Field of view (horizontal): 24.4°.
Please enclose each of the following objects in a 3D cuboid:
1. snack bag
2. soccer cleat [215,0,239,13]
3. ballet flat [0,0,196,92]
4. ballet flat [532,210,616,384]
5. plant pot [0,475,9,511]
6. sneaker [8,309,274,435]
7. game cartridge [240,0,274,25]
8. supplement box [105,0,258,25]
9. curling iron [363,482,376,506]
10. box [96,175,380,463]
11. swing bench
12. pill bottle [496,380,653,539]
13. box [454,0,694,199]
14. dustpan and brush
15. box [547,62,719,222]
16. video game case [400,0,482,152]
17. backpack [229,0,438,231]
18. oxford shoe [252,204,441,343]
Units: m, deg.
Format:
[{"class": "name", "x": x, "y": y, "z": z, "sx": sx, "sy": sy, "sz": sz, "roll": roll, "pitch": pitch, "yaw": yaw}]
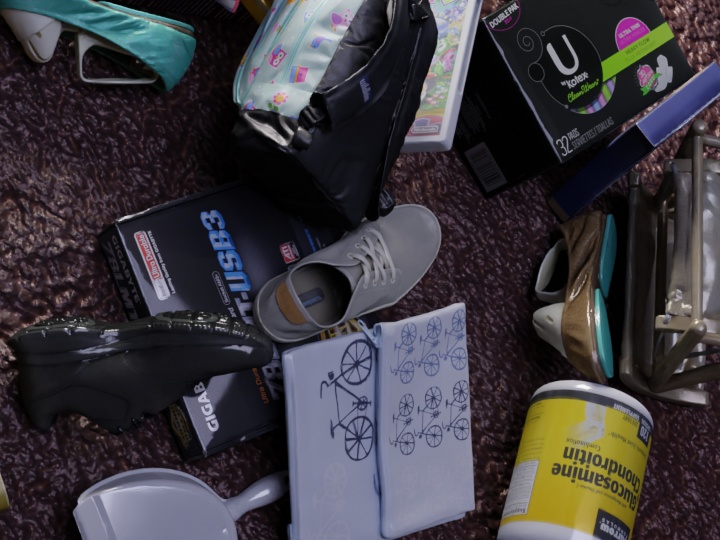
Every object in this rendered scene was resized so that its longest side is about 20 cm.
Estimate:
[{"class": "snack bag", "x": 0.016, "y": 0.133, "z": 1.356, "sx": 0.199, "sy": 0.021, "sz": 0.191, "roll": -11, "pitch": 103, "yaw": -39}, {"class": "soccer cleat", "x": -0.055, "y": -0.273, "z": 1.345, "sx": 0.199, "sy": 0.067, "sz": 0.077, "roll": -32, "pitch": 75, "yaw": -29}, {"class": "ballet flat", "x": -0.227, "y": -0.191, "z": 1.334, "sx": 0.198, "sy": 0.067, "sz": 0.071, "roll": 18, "pitch": 81, "yaw": -23}, {"class": "ballet flat", "x": 0.192, "y": 0.025, "z": 1.499, "sx": 0.068, "sy": 0.072, "sz": 0.201, "roll": 66, "pitch": 24, "yaw": -44}, {"class": "plant pot", "x": -0.358, "y": 0.099, "z": 1.102, "sx": 0.175, "sy": 0.200, "sz": 0.202, "roll": -20, "pitch": 86, "yaw": -22}, {"class": "sneaker", "x": -0.163, "y": 0.078, "z": 1.260, "sx": 0.198, "sy": 0.076, "sz": 0.092, "roll": -4, "pitch": 96, "yaw": 5}, {"class": "game cartridge", "x": -0.089, "y": -0.329, "z": 1.406, "sx": 0.200, "sy": 0.032, "sz": 0.176, "roll": 49, "pitch": 57, "yaw": -7}, {"class": "supplement box", "x": -0.131, "y": -0.277, "z": 1.417, "sx": 0.198, "sy": 0.061, "sz": 0.110, "roll": 4, "pitch": 74, "yaw": -29}, {"class": "curling iron", "x": 0.023, "y": 0.118, "z": 1.411, "sx": 0.050, "sy": 0.025, "sz": 0.201, "roll": 44, "pitch": 58, "yaw": -20}, {"class": "box", "x": -0.089, "y": 0.029, "z": 1.360, "sx": 0.197, "sy": 0.050, "sz": 0.202, "roll": -19, "pitch": 85, "yaw": -34}, {"class": "swing bench", "x": 0.309, "y": -0.001, "z": 1.523, "sx": 0.129, "sy": 0.200, "sz": 0.201, "roll": 11, "pitch": 69, "yaw": -17}, {"class": "pill bottle", "x": 0.180, "y": 0.205, "z": 1.428, "sx": 0.111, "sy": 0.112, "sz": 0.202, "roll": 27, "pitch": 64, "yaw": -21}, {"class": "box", "x": 0.179, "y": -0.185, "z": 1.536, "sx": 0.199, "sy": 0.124, "sz": 0.149, "roll": -33, "pitch": 95, "yaw": -33}, {"class": "dustpan and brush", "x": -0.122, "y": 0.201, "z": 1.293, "sx": 0.199, "sy": 0.057, "sz": 0.141, "roll": -23, "pitch": 99, "yaw": -27}, {"class": "box", "x": 0.261, "y": -0.122, "z": 1.518, "sx": 0.121, "sy": 0.200, "sz": 0.032, "roll": -37, "pitch": 87, "yaw": -32}, {"class": "video game case", "x": 0.031, "y": -0.192, "z": 1.449, "sx": 0.018, "sy": 0.142, "sz": 0.202, "roll": 46, "pitch": 51, "yaw": -52}, {"class": "backpack", "x": -0.021, "y": -0.154, "z": 1.338, "sx": 0.201, "sy": 0.126, "sz": 0.167, "roll": -67, "pitch": 154, "yaw": -17}, {"class": "oxford shoe", "x": 0.000, "y": 0.000, "z": 1.361, "sx": 0.199, "sy": 0.058, "sz": 0.076, "roll": -29, "pitch": 88, "yaw": -36}]
